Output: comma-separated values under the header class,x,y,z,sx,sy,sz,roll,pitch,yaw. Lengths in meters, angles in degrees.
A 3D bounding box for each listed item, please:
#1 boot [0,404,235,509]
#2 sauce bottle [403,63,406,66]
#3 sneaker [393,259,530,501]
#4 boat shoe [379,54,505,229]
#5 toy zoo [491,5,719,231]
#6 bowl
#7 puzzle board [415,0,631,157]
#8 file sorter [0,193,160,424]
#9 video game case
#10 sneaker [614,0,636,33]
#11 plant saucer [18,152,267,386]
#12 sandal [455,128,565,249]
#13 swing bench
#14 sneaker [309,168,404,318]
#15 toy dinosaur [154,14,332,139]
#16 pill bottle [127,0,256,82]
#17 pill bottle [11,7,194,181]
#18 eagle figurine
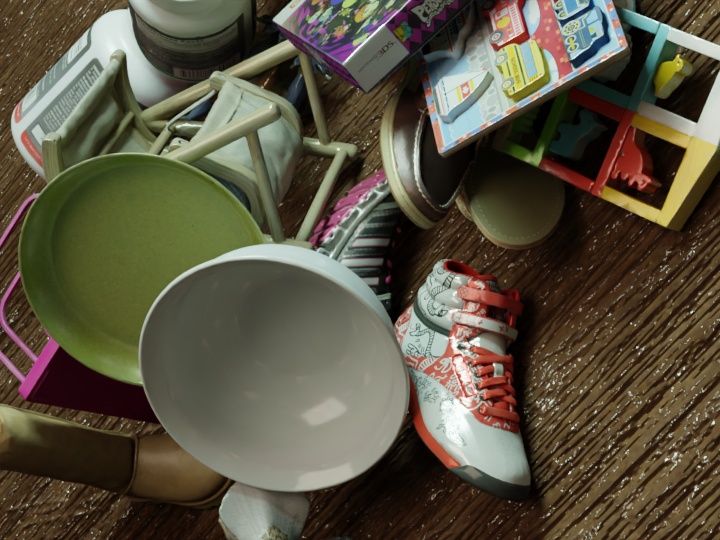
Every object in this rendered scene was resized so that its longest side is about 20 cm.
class,x,y,z,sx,sy,sz,roll,pitch,yaw
boot,-0.217,0.150,1.787,0.175,0.200,0.066,-20,61,45
sauce bottle,0.023,-0.207,1.806,0.066,0.066,0.200,-60,40,8
sneaker,0.084,0.071,1.571,0.108,0.067,0.201,-60,34,18
boat shoe,0.069,-0.119,1.589,0.072,0.072,0.200,-23,35,36
toy zoo,0.193,-0.112,1.540,0.200,0.020,0.132,29,100,39
bowl,-0.055,0.056,1.601,0.201,0.201,0.090,-41,14,29
puzzle board,0.105,-0.179,1.555,0.150,0.017,0.200,-28,37,15
file sorter,-0.209,0.029,1.821,0.125,0.200,0.139,43,105,33
video game case,0.033,-0.221,1.628,0.181,0.036,0.200,-43,23,-1
sneaker,0.143,-0.231,1.656,0.077,0.081,0.200,-45,43,23
plant saucer,-0.160,-0.004,1.658,0.200,0.200,0.031,-44,14,27
sandal,0.103,-0.067,1.647,0.212,0.077,0.070,-99,16,-45
swing bench,-0.125,-0.096,1.737,0.199,0.130,0.199,-6,25,15
sneaker,0.000,0.000,1.719,0.200,0.087,0.074,-52,12,-18
toy dinosaur,-0.083,-0.126,1.909,0.105,0.200,0.182,41,132,14
pill bottle,-0.145,-0.241,1.864,0.200,0.113,0.113,101,-177,-77
pill bottle,-0.228,-0.171,2.047,0.200,0.116,0.116,-41,43,29
eagle figurine,-0.046,0.257,1.590,0.152,0.151,0.200,-54,27,-1
